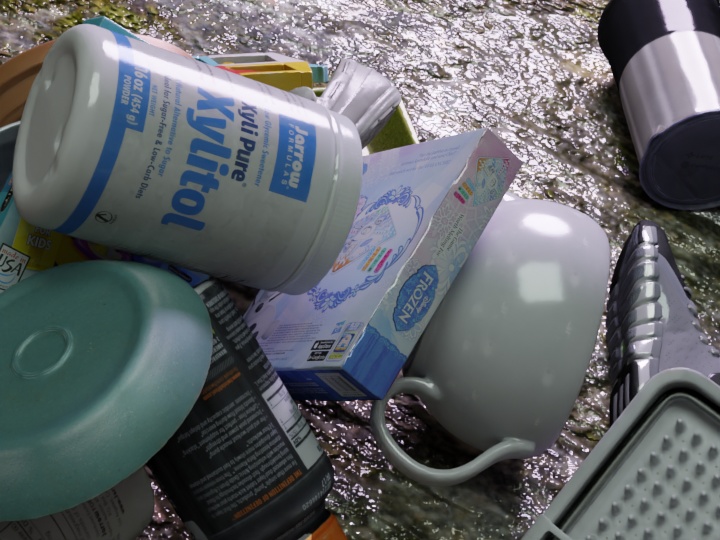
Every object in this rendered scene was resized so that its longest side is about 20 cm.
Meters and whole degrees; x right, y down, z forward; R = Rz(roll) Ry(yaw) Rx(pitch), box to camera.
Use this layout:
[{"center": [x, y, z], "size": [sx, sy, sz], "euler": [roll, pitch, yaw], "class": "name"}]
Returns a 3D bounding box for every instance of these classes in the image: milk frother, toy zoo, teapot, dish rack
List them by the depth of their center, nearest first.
[{"center": [0.219, 0.187, 1.162], "size": [0.171, 0.044, 0.201], "euler": [38, 87, 23], "class": "dish rack"}, {"center": [0.084, 0.035, 1.226], "size": [0.144, 0.199, 0.200], "euler": [16, 13, -4], "class": "teapot"}, {"center": [-0.122, -0.162, 1.431], "size": [0.198, 0.021, 0.131], "euler": [-5, 15, -16], "class": "toy zoo"}, {"center": [0.322, -0.186, 1.488], "size": [0.178, 0.201, 0.189], "euler": [5, 46, -15], "class": "milk frother"}]

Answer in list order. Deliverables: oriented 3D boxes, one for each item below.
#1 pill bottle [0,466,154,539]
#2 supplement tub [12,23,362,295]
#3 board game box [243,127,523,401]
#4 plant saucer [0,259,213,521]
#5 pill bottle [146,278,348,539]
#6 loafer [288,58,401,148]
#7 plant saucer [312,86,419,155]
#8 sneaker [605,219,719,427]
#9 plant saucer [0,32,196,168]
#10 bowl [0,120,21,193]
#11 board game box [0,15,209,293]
[{"center": [-0.233, 0.175, 1.066], "size": [0.114, 0.115, 0.200], "euler": [35, 51, 19], "class": "pill bottle"}, {"center": [-0.113, -0.069, 1.107], "size": [0.198, 0.132, 0.133], "euler": [15, 42, -27], "class": "supplement tub"}, {"center": [0.000, 0.000, 1.202], "size": [0.043, 0.199, 0.200], "euler": [39, 69, -22], "class": "board game box"}, {"center": [-0.187, 0.060, 1.043], "size": [0.198, 0.036, 0.201], "euler": [-15, 43, 14], "class": "plant saucer"}, {"center": [-0.087, 0.116, 1.124], "size": [0.106, 0.106, 0.201], "euler": [-34, 95, -37], "class": "pill bottle"}, {"center": [-0.041, -0.106, 1.343], "size": [0.070, 0.070, 0.200], "euler": [40, 40, 4], "class": "loafer"}, {"center": [-0.040, -0.064, 1.387], "size": [0.197, 0.048, 0.201], "euler": [-5, 49, -18], "class": "plant saucer"}, {"center": [0.255, 0.058, 1.336], "size": [0.114, 0.075, 0.202], "euler": [13, 55, -8], "class": "sneaker"}, {"center": [-0.199, -0.096, 1.273], "size": [0.198, 0.201, 0.033], "euler": [-5, 54, -18], "class": "plant saucer"}, {"center": [-0.228, -0.006, 1.230], "size": [0.199, 0.090, 0.204], "euler": [1, 88, -29], "class": "bowl"}, {"center": [-0.164, -0.049, 1.181], "size": [0.150, 0.047, 0.202], "euler": [29, 80, -26], "class": "board game box"}]
